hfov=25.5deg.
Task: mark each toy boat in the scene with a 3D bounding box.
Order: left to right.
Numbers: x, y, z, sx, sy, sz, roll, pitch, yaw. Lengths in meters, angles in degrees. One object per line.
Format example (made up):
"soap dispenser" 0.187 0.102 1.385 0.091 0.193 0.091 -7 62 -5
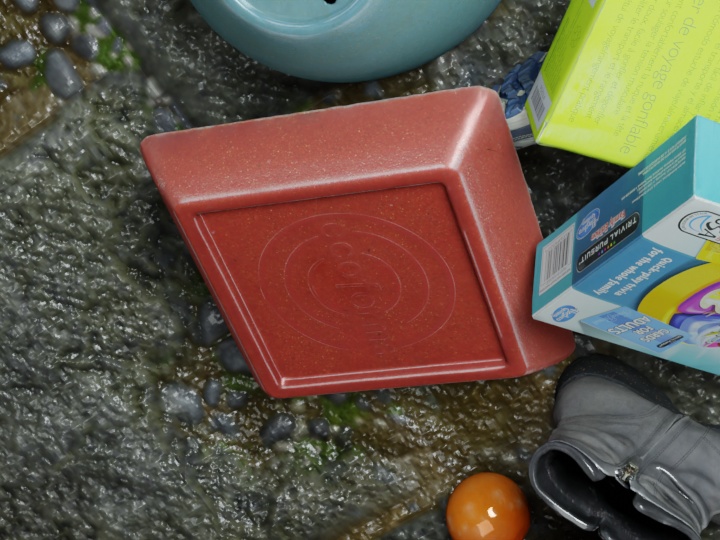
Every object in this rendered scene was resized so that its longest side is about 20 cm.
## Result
"toy boat" 0.092 0.183 0.952 0.200 0.130 0.131 -34 72 23

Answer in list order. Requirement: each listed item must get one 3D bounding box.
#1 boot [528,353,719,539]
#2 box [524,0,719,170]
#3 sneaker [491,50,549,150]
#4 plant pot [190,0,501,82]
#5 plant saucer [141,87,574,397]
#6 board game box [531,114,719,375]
"boot" 0.187 0.132 0.885 0.200 0.132 0.070 23 115 3
"box" 0.195 -0.093 0.766 0.200 0.048 0.122 15 121 -14
"sneaker" 0.154 -0.084 0.834 0.200 0.077 0.085 -16 112 19
"plant pot" -0.018 -0.179 0.799 0.200 0.135 0.200 5 114 11
"plant saucer" 0.000 0.000 0.877 0.200 0.037 0.200 -7 133 18
"board game box" 0.210 0.005 0.798 0.200 0.047 0.151 17 152 -17
